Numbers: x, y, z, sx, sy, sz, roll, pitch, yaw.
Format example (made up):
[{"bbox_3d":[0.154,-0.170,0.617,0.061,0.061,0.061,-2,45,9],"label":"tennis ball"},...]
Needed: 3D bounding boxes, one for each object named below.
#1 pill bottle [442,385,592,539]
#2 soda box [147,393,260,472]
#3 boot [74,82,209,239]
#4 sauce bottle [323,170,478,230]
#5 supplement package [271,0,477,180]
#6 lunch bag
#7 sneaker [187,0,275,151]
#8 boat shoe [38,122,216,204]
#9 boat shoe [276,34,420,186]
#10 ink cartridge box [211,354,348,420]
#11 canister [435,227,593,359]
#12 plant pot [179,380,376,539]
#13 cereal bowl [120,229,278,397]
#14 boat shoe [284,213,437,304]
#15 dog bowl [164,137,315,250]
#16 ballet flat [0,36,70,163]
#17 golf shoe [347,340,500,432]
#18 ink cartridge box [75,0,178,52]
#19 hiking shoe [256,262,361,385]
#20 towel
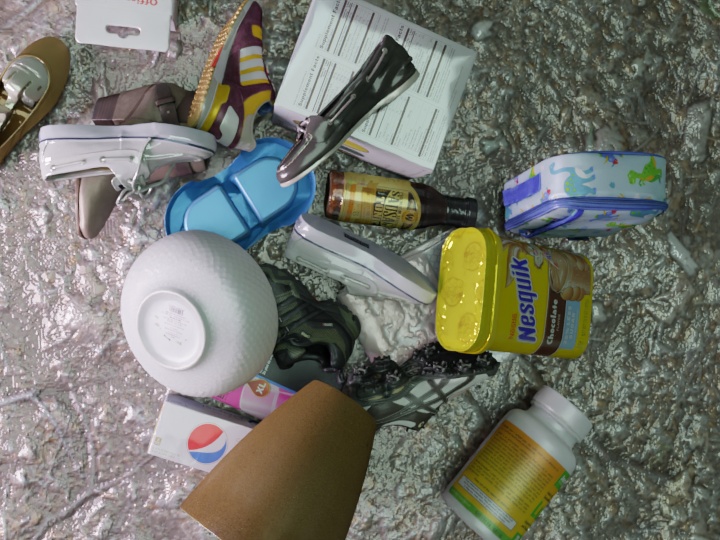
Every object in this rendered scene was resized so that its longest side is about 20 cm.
[{"bbox_3d":[0.207,0.253,1.025,0.111,0.111,0.201,41,84,-8],"label":"pill bottle"},{"bbox_3d":[-0.159,0.219,0.988,0.197,0.064,0.069,20,87,-9],"label":"soda box"},{"bbox_3d":[-0.256,-0.133,0.954,0.143,0.070,0.204,4,80,3],"label":"boot"},{"bbox_3d":[0.053,-0.086,1.018,0.196,0.066,0.067,5,90,-8],"label":"sauce bottle"},{"bbox_3d":[0.009,-0.221,0.964,0.197,0.152,0.153,21,90,-8],"label":"supplement package"},{"bbox_3d":[0.270,-0.090,0.987,0.158,0.200,0.084,2,83,-11],"label":"lunch bag"},{"bbox_3d":[-0.142,-0.236,0.967,0.089,0.075,0.203,27,62,-24],"label":"sneaker"},{"bbox_3d":[-0.261,-0.116,0.888,0.198,0.075,0.088,0,84,-4],"label":"boat shoe"},{"bbox_3d":[-0.024,-0.173,0.851,0.200,0.067,0.057,-42,109,-8],"label":"boat shoe"},{"bbox_3d":[-0.123,0.137,1.009,0.198,0.037,0.096,25,87,-7],"label":"ink cartridge box"},{"bbox_3d":[0.199,0.034,1.000,0.197,0.086,0.151,9,84,-34],"label":"canister"},{"bbox_3d":[-0.071,0.234,0.897,0.186,0.186,0.201,37,70,-8],"label":"plant pot"},{"bbox_3d":[-0.201,0.058,0.924,0.197,0.083,0.204,6,106,20],"label":"cereal bowl"},{"bbox_3d":[0.000,0.000,0.991,0.198,0.074,0.066,29,109,-4],"label":"boat shoe"},{"bbox_3d":[-0.150,-0.082,0.993,0.199,0.050,0.112,-34,96,-8],"label":"dog bowl"},{"bbox_3d":[-0.413,-0.194,0.940,0.068,0.063,0.202,32,85,-9],"label":"ballet flat"},{"bbox_3d":[0.081,0.150,1.002,0.197,0.078,0.096,-10,117,-11],"label":"golf shoe"},{"bbox_3d":[-0.278,-0.363,0.958,0.114,0.068,0.204,4,90,-9],"label":"ink cartridge box"},{"bbox_3d":[-0.094,0.064,0.970,0.198,0.076,0.102,24,46,-11],"label":"hiking shoe"},{"bbox_3d":[0.093,0.072,1.045,0.189,0.032,0.202,-29,94,-8],"label":"towel"}]
